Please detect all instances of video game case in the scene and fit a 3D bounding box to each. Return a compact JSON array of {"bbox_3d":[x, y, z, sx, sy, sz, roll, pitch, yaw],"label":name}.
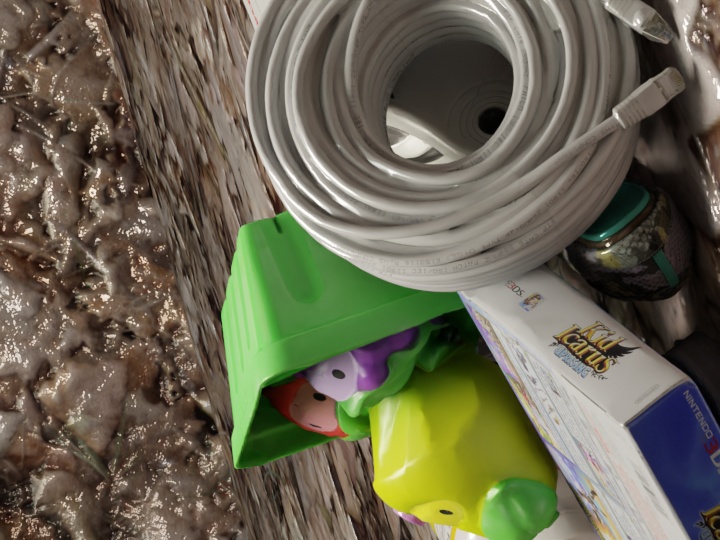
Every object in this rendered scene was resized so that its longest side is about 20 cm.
[{"bbox_3d":[0.144,0.100,1.336,0.201,0.045,0.181,59,170,-31],"label":"video game case"}]

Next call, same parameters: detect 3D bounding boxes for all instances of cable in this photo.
[{"bbox_3d":[0.044,-0.090,1.345,0.200,0.200,0.069,46,-179,22],"label":"cable"}]

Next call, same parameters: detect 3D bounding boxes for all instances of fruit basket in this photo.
[{"bbox_3d":[0.013,0.072,1.455,0.216,0.155,0.217,162,90,-78],"label":"fruit basket"}]

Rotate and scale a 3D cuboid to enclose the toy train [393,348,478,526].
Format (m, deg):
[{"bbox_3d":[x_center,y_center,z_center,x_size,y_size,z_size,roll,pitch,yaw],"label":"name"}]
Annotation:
[{"bbox_3d":[0.060,0.074,1.607,0.200,0.055,0.151,-13,57,56],"label":"toy train"}]

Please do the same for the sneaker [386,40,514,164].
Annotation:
[{"bbox_3d":[0.042,-0.073,1.443,0.112,0.199,0.073,72,-142,-59],"label":"sneaker"}]

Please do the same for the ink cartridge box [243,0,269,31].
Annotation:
[{"bbox_3d":[-0.015,-0.176,1.515,0.200,0.084,0.145,87,164,-58],"label":"ink cartridge box"}]

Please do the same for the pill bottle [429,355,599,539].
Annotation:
[{"bbox_3d":[0.100,0.146,1.660,0.200,0.111,0.112,-123,20,-57],"label":"pill bottle"}]

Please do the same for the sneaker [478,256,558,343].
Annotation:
[{"bbox_3d":[0.082,-0.036,1.607,0.079,0.079,0.201,90,-175,-52],"label":"sneaker"}]

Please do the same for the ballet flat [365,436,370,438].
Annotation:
[{"bbox_3d":[0.000,0.000,1.600,0.067,0.062,0.201,6,-86,-73],"label":"ballet flat"}]

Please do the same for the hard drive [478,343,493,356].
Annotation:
[{"bbox_3d":[0.063,-0.024,1.795,0.200,0.038,0.140,102,150,-67],"label":"hard drive"}]

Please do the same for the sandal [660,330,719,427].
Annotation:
[{"bbox_3d":[0.172,0.066,1.366,0.076,0.043,0.200,55,169,-2],"label":"sandal"}]

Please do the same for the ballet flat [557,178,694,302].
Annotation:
[{"bbox_3d":[0.125,-0.024,1.418,0.200,0.072,0.072,-133,29,-69],"label":"ballet flat"}]
